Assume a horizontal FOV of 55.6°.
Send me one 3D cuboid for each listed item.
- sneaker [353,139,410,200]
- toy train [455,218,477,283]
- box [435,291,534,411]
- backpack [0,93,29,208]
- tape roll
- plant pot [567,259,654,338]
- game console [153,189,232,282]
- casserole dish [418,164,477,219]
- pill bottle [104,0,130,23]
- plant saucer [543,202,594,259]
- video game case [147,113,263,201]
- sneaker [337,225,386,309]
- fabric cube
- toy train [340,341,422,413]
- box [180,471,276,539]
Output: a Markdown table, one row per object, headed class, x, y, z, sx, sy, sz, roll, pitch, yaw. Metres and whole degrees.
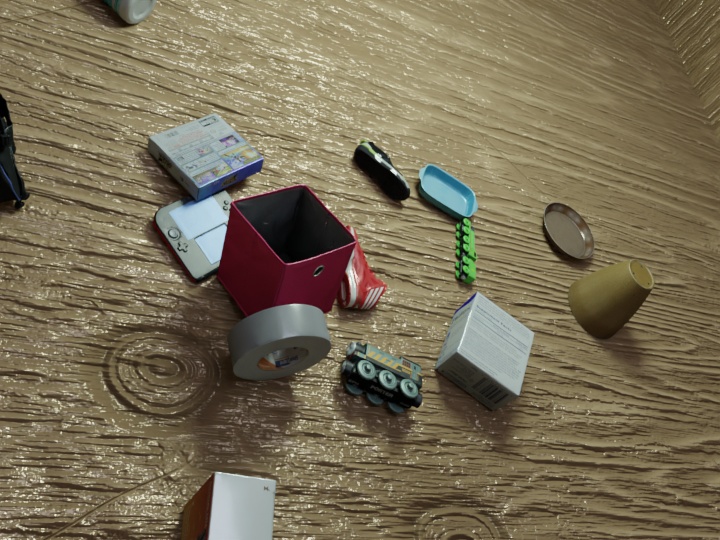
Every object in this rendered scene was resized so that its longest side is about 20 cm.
| class | x | y | z | sx | sy | sz | roll | pitch | yaw |
| --- | --- | --- | --- | --- | --- | --- | --- | --- | --- |
| sneaker | 0.070 | -0.278 | 1.831 | 0.200 | 0.072 | 0.083 | 46 | 47 | 3 |
| toy train | 0.287 | -0.054 | 1.838 | 0.056 | 0.042 | 0.204 | 28 | 49 | -25 |
| box | 0.300 | 0.192 | 1.636 | 0.182 | 0.105 | 0.202 | 35 | 49 | -6 |
| backpack | -0.708 | -0.235 | 1.259 | 0.150 | 0.202 | 0.194 | -8 | 60 | -20 |
| tape roll | -0.156 | 0.142 | 1.323 | 0.195 | 0.201 | 0.068 | -1 | 59 | -32 |
| plant pot | 0.721 | 0.061 | 1.920 | 0.182 | 0.200 | 0.191 | 16 | 52 | -22 |
| game console | -0.332 | -0.086 | 1.482 | 0.198 | 0.031 | 0.178 | -33 | 80 | -41 |
| casserole dish | 0.239 | -0.215 | 1.915 | 0.197 | 0.039 | 0.123 | 30 | 49 | -12 |
| pill bottle | -0.605 | -0.715 | 1.678 | 0.199 | 0.111 | 0.111 | 43 | 48 | 1 |
| plant saucer | 0.632 | -0.116 | 2.095 | 0.195 | 0.035 | 0.205 | 17 | 52 | -23 |
| video game case | -0.351 | -0.263 | 1.558 | 0.181 | 0.046 | 0.198 | 42 | 47 | 17 |
| sneaker | 0.000 | 0.000 | 1.613 | 0.113 | 0.078 | 0.206 | 15 | 65 | -33 |
| fabric cube | -0.156 | -0.023 | 1.402 | 0.193 | 0.202 | 0.200 | -19 | 54 | -41 |
| toy train | 0.048 | 0.227 | 1.480 | 0.196 | 0.086 | 0.115 | 25 | 38 | -13 |
| box | -0.219 | 0.433 | 1.091 | 0.104 | 0.201 | 0.156 | 15 | 52 | -21 |
